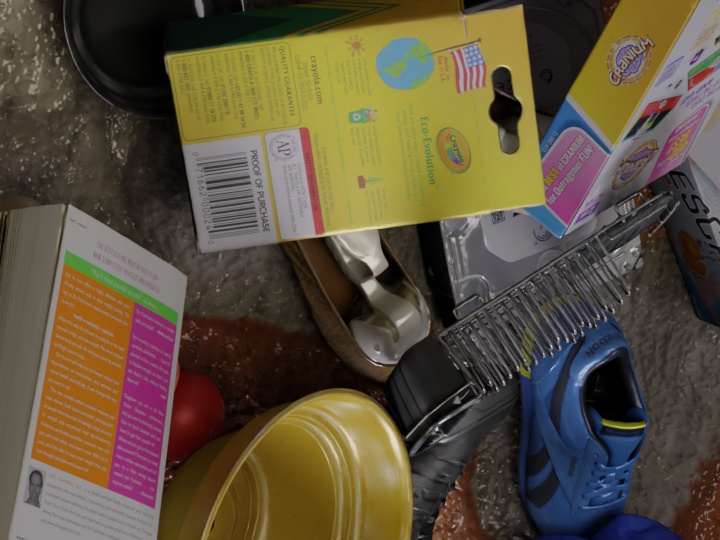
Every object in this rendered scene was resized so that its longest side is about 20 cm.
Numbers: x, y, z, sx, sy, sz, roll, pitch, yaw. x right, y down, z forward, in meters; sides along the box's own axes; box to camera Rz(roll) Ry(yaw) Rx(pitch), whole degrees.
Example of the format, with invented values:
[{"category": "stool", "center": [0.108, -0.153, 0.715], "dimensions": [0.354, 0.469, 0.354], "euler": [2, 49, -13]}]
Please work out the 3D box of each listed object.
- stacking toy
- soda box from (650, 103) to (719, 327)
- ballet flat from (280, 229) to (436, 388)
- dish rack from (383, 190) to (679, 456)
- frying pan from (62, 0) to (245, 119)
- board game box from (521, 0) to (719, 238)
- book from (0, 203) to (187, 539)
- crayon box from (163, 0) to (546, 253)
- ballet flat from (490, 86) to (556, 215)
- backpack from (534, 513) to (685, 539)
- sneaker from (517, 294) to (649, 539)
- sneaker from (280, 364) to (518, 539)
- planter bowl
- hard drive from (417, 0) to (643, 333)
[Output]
[{"category": "stacking toy", "center": [-0.151, 0.046, 1.679], "dimensions": [0.085, 0.085, 0.200], "euler": [-52, 124, -8]}, {"category": "soda box", "center": [0.225, -0.060, 1.860], "dimensions": [0.068, 0.064, 0.200], "euler": [-31, 115, -18]}, {"category": "ballet flat", "center": [0.000, 0.000, 1.748], "dimensions": [0.068, 0.072, 0.200], "euler": [-37, 117, -18]}, {"category": "dish rack", "center": [0.103, 0.027, 1.711], "dimensions": [0.200, 0.153, 0.055], "euler": [-33, 85, -10]}, {"category": "frying pan", "center": [-0.126, -0.179, 1.658], "dimensions": [0.115, 0.031, 0.191], "euler": [-17, 99, -29]}, {"category": "board game box", "center": [0.177, -0.125, 1.673], "dimensions": [0.153, 0.040, 0.200], "euler": [-30, 154, -51]}, {"category": "book", "center": [-0.149, 0.081, 1.580], "dimensions": [0.134, 0.048, 0.201], "euler": [30, 61, -53]}, {"category": "crayon box", "center": [-0.002, -0.086, 1.645], "dimensions": [0.199, 0.051, 0.127], "euler": [-7, 117, 2]}, {"category": "ballet flat", "center": [0.077, -0.077, 1.731], "dimensions": [0.200, 0.067, 0.068], "euler": [22, 92, -31]}, {"category": "backpack", "center": [0.182, 0.270, 1.853], "dimensions": [0.168, 0.163, 0.200], "euler": [-37, 126, -4]}, {"category": "sneaker", "center": [0.144, 0.112, 1.838], "dimensions": [0.066, 0.078, 0.201], "euler": [-22, 127, -24]}, {"category": "sneaker", "center": [0.023, 0.146, 1.808], "dimensions": [0.199, 0.060, 0.104], "euler": [-30, 113, -13]}, {"category": "planter bowl", "center": [-0.061, 0.156, 1.699], "dimensions": [0.200, 0.083, 0.201], "euler": [-24, 122, -47]}, {"category": "hard drive", "center": [0.095, -0.075, 1.802], "dimensions": [0.139, 0.038, 0.201], "euler": [-19, 112, -23]}]
